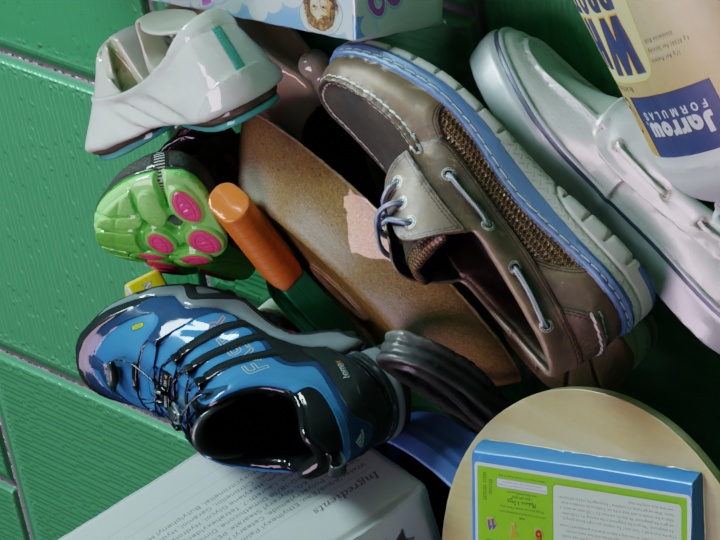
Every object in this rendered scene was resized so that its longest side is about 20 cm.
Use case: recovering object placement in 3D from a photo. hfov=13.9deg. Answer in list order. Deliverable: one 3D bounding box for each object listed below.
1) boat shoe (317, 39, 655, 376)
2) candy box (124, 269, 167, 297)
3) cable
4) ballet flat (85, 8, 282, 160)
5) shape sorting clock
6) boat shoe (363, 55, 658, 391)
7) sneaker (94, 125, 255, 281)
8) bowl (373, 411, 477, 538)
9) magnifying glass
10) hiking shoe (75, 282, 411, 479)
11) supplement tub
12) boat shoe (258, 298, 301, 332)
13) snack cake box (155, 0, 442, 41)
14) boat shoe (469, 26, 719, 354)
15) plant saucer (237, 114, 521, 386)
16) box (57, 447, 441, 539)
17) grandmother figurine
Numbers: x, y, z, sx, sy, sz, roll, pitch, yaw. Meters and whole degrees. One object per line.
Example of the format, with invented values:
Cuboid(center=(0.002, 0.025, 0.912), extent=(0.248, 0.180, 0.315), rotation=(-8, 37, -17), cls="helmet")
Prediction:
Cuboid(center=(0.045, -0.030, 1.397), extent=(0.200, 0.072, 0.072), rotation=(41, 159, 20), cls="boat shoe")
Cuboid(center=(-0.103, 0.055, 1.705), extent=(0.200, 0.026, 0.102), rotation=(139, 106, -84), cls="candy box")
Cuboid(center=(0.088, 0.073, 1.506), extent=(0.200, 0.050, 0.097), rotation=(34, 169, -20), cls="cable")
Cuboid(center=(-0.099, -0.101, 1.515), extent=(0.070, 0.069, 0.200), rotation=(60, 157, -10), cls="ballet flat")
Cuboid(center=(0.117, 0.154, 1.425), extent=(0.200, 0.039, 0.201), rotation=(7, 100, 43), cls="shape sorting clock")
Cuboid(center=(0.073, -0.026, 1.486), extent=(0.073, 0.063, 0.200), rotation=(-34, 92, 37), cls="boat shoe")
Cuboid(center=(-0.096, -0.044, 1.593), extent=(0.077, 0.084, 0.200), rotation=(5, 174, 5), cls="sneaker")
Cuboid(center=(0.063, 0.164, 1.578), extent=(0.201, 0.039, 0.201), rotation=(45, 154, 29), cls="bowl")
Cuboid(center=(-0.033, 0.009, 1.567), extent=(0.080, 0.022, 0.200), rotation=(40, 174, 32), cls="magnifying glass")
Cuboid(center=(-0.075, 0.058, 1.533), extent=(0.200, 0.087, 0.075), rotation=(8, 116, 31), cls="hiking shoe")
Cuboid(center=(0.166, -0.118, 1.233), extent=(0.144, 0.144, 0.200), rotation=(-14, 108, 53), cls="supplement tub")
Cuboid(center=(-0.007, 0.105, 1.690), extent=(0.199, 0.066, 0.075), rotation=(49, 144, 7), cls="boat shoe")
Cuboid(center=(-0.053, -0.187, 1.470), extent=(0.200, 0.067, 0.115), rotation=(15, 112, 41), cls="snack cake box")
Cuboid(center=(0.138, -0.051, 1.403), extent=(0.200, 0.071, 0.070), rotation=(49, 118, 13), cls="boat shoe")
Cuboid(center=(0.000, 0.000, 1.538), extent=(0.200, 0.035, 0.200), rotation=(43, 173, 6), cls="plant saucer")
Cuboid(center=(-0.054, 0.212, 1.567), extent=(0.131, 0.200, 0.199), rotation=(32, 146, 49), cls="box")
Cuboid(center=(-0.017, -0.081, 1.558), extent=(0.200, 0.061, 0.121), rotation=(39, 170, 14), cls="grandmother figurine")
